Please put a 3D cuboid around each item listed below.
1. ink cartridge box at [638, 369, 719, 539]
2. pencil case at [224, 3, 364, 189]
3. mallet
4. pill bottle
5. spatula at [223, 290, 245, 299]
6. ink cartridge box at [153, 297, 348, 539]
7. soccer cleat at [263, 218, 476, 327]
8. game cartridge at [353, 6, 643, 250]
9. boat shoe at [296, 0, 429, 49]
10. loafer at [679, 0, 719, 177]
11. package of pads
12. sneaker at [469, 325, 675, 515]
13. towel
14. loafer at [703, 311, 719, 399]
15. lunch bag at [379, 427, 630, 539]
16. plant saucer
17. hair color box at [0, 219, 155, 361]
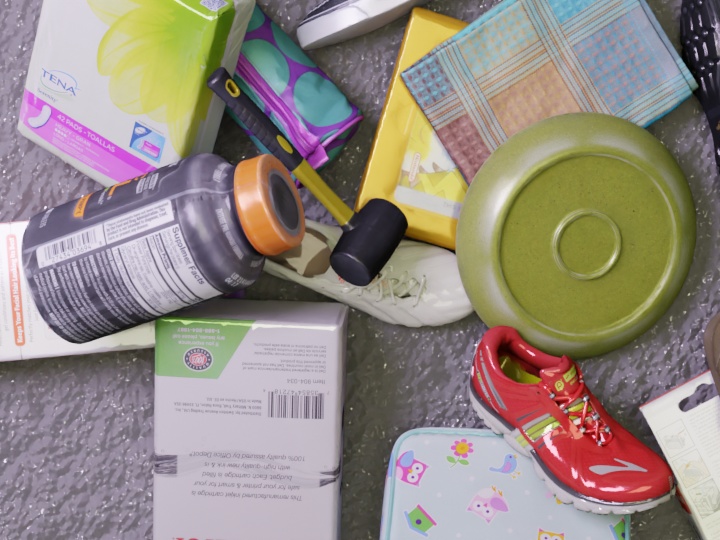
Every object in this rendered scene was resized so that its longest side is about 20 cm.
[{"bbox_3d":[0.310,0.173,1.433,0.108,0.050,0.201,-27,88,2],"label":"ink cartridge box"},{"bbox_3d":[-0.089,-0.161,1.423,0.085,0.092,0.200,-44,90,11],"label":"pencil case"},{"bbox_3d":[-0.048,-0.067,1.348,0.200,0.041,0.066,40,61,-25],"label":"mallet"},{"bbox_3d":[-0.142,-0.022,1.331,0.199,0.106,0.107,-18,89,20],"label":"pill bottle"},{"bbox_3d":[-0.132,-0.066,1.460,0.056,0.021,0.201,-7,87,-11],"label":"spatula"},{"bbox_3d":[-0.085,0.128,1.412,0.144,0.084,0.201,3,101,2],"label":"ink cartridge box"},{"bbox_3d":[0.000,0.000,1.428,0.199,0.078,0.070,15,90,2],"label":"soccer cleat"},{"bbox_3d":[0.111,-0.097,1.438,0.199,0.032,0.177,16,91,-4],"label":"game cartridge"},{"bbox_3d":[0.030,-0.243,1.421,0.199,0.072,0.068,-28,88,16],"label":"boat shoe"},{"bbox_3d":[0.307,-0.140,1.429,0.070,0.068,0.202,-16,87,-17],"label":"loafer"},{"bbox_3d":[-0.177,-0.159,1.382,0.154,0.068,0.201,32,127,14],"label":"package of pads"},{"bbox_3d":[0.155,0.111,1.364,0.077,0.085,0.200,-28,47,-34],"label":"sneaker"},{"bbox_3d":[0.150,-0.149,1.416,0.199,0.022,0.147,-33,95,-3],"label":"towel"},{"bbox_3d":[0.317,0.124,1.374,0.076,0.067,0.201,-24,88,1],"label":"loafer"},{"bbox_3d":[0.115,0.201,1.402,0.198,0.077,0.161,5,55,-1],"label":"lunch bag"},{"bbox_3d":[0.174,-0.023,1.414,0.199,0.031,0.201,-2,103,-10],"label":"plant saucer"},{"bbox_3d":[-0.261,0.015,1.445,0.198,0.064,0.112,-5,89,0],"label":"hair color box"}]
